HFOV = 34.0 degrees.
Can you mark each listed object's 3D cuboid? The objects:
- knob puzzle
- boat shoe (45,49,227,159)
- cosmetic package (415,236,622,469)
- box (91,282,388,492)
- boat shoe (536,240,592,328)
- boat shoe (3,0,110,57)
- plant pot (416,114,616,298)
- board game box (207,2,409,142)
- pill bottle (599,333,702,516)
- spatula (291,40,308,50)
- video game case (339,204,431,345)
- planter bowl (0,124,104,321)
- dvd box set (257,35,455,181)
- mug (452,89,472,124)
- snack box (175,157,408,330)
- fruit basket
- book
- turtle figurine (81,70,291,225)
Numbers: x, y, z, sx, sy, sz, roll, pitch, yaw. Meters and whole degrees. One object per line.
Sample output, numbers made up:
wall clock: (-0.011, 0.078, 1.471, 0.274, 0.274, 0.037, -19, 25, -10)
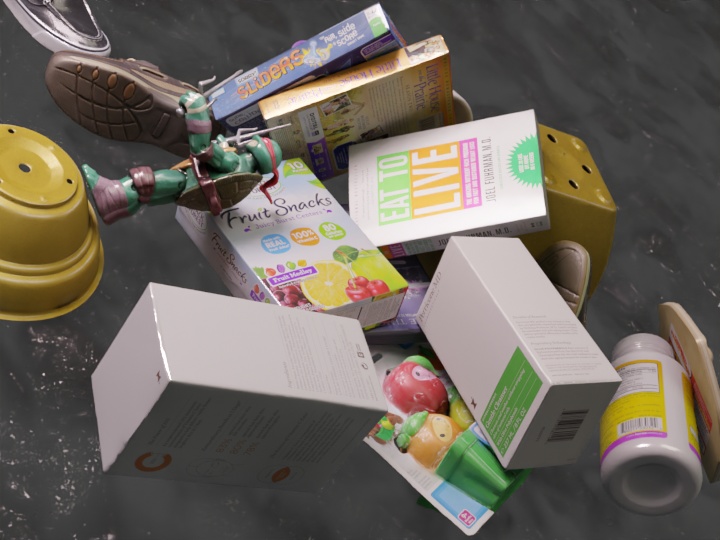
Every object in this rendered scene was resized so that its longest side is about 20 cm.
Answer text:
knob puzzle: (0.380, 0.120, 1.311, 0.030, 0.221, 0.221, -16, 49, 2)
boat shoe: (-0.231, -0.174, 1.195, 0.199, 0.075, 0.074, 22, 27, -37)
cosmetic package: (0.138, 0.070, 1.070, 0.084, 0.108, 0.201, 0, 38, -29)
box: (-0.099, 0.100, 0.953, 0.198, 0.125, 0.098, 12, 42, -34)
boat shoe: (0.197, 0.070, 1.225, 0.071, 0.203, 0.066, 18, 3, 38)
boat shoe: (-0.331, -0.300, 1.234, 0.200, 0.068, 0.072, 47, 36, 11)
plant pot: (0.167, -0.053, 1.298, 0.194, 0.200, 0.196, 15, 41, -31)
board game box: (-0.043, -0.192, 1.226, 0.035, 0.198, 0.135, 69, 12, 18)
pill bottle: (0.311, 0.160, 1.275, 0.104, 0.104, 0.201, 30, 36, -12)
spatula: (0.000, -0.238, 1.505, 0.199, 0.021, 0.057, 26, 49, -22)
video game case: (0.000, 0.000, 1.198, 0.141, 0.019, 0.201, -1, 42, -28)
planter bowl: (-0.295, -0.062, 0.990, 0.199, 0.084, 0.202, 24, 38, -20)
dvd box set: (0.001, -0.160, 1.229, 0.198, 0.147, 0.030, -21, 63, -2)
mug: (0.022, -0.197, 1.375, 0.186, 0.149, 0.154, 24, 25, -51)
snack box: (-0.068, -0.019, 1.128, 0.141, 0.053, 0.200, -14, 50, -36)
fruit basket: (0.074, 0.135, 1.101, 0.200, 0.094, 0.185, 44, 35, 13)
book: (0.088, -0.082, 1.194, 0.048, 0.198, 0.135, 61, 23, -51)
turtle figurine: (-0.146, -0.099, 1.060, 0.198, 0.150, 0.101, -21, 71, -10)
